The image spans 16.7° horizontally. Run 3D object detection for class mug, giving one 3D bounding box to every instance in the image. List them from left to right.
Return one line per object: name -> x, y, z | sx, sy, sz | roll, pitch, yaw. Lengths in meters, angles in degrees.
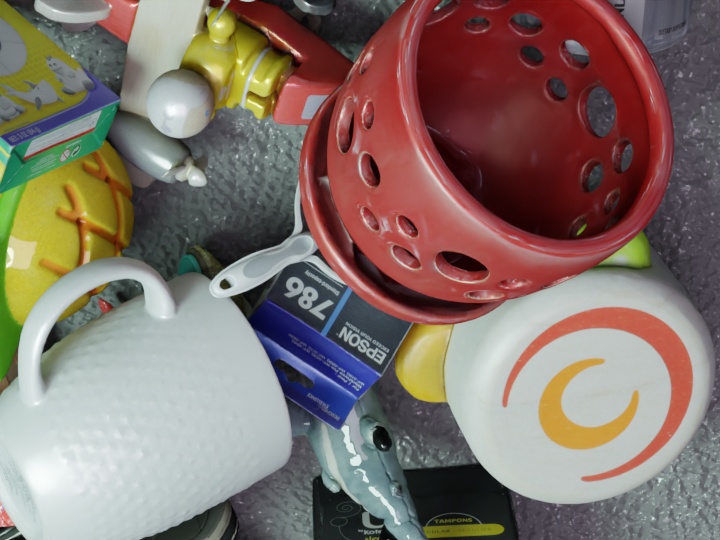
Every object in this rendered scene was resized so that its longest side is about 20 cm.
mug -> -0.160, 0.083, 1.608 | 0.175, 0.147, 0.201 | -27, 127, -23

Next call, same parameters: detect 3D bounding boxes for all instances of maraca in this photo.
maraca -> -0.216, -0.016, 1.622 | 0.106, 0.201, 0.138 | 12, 137, 20

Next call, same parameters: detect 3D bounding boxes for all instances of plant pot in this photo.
plant pot -> 0.067, -0.074, 1.542 | 0.200, 0.201, 0.182 | 35, 148, -16

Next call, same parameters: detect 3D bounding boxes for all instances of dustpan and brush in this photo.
dustpan and brush -> -0.017, -0.026, 1.627 | 0.199, 0.057, 0.140 | -27, 88, -16

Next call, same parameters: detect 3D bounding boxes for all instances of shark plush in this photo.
shark plush -> -0.004, 0.126, 1.713 | 0.090, 0.201, 0.083 | -10, 160, -21

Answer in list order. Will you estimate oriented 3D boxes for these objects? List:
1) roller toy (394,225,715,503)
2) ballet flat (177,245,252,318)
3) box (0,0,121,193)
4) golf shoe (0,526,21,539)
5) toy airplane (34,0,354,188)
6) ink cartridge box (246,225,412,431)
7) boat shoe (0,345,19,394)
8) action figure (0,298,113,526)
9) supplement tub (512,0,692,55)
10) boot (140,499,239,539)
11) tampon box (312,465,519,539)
roller toy -> 0.143, 0.058, 1.716 | 0.200, 0.140, 0.182 | -41, 119, 9
ballet flat -> -0.096, 0.070, 1.759 | 0.070, 0.071, 0.201 | 0, 114, -2
box -> -0.264, -0.139, 1.581 | 0.200, 0.117, 0.049 | 38, 125, 16
golf shoe -> -0.218, 0.140, 1.765 | 0.200, 0.092, 0.073 | -39, 109, 13
toy airplane -> -0.121, -0.147, 1.611 | 0.198, 0.142, 0.200 | -16, 129, 26
ink cartridge box -> 0.000, 0.000, 1.679 | 0.099, 0.039, 0.201 | 32, 77, -8
boat shoe -> -0.263, -0.001, 1.715 | 0.067, 0.072, 0.201 | -13, 120, -9
action figure -> -0.235, 0.097, 1.693 | 0.099, 0.065, 0.201 | 45, 74, -39
supplement tub -> 0.162, -0.250, 1.588 | 0.121, 0.123, 0.201 | 1, 115, -3
boot -> -0.111, 0.213, 1.767 | 0.151, 0.199, 0.073 | 44, 63, -23
tampon box -> 0.044, 0.264, 1.812 | 0.149, 0.126, 0.201 | -4, 115, 0
